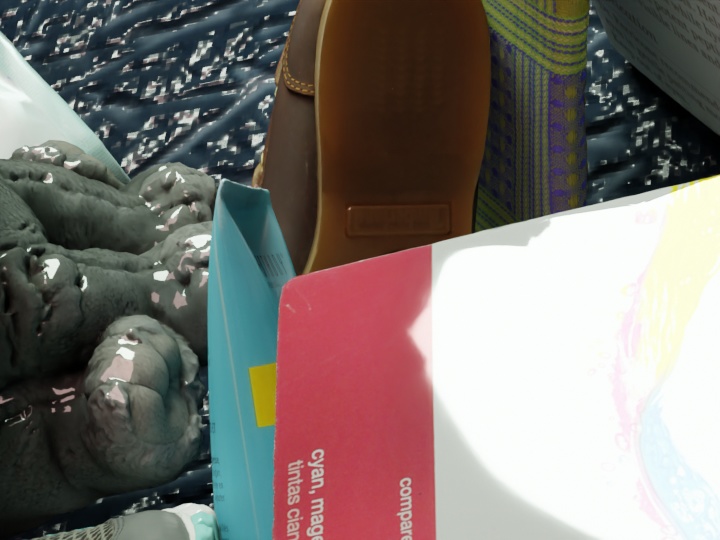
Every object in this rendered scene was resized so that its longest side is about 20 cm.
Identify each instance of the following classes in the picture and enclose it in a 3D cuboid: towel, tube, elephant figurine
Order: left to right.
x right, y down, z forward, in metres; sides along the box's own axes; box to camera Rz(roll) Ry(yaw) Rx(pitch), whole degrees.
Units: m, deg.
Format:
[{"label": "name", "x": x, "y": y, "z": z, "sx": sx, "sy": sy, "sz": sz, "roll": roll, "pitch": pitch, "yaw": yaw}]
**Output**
[{"label": "elephant figurine", "x": -0.139, "y": -0.013, "z": 0.800, "sx": 0.141, "sy": 0.200, "sz": 0.155, "roll": 2, "pitch": 68, "yaw": 48}, {"label": "tube", "x": -0.018, "y": 0.076, "z": 0.778, "sx": 0.050, "sy": 0.077, "sz": 0.200, "roll": -8, "pitch": 88, "yaw": 1}, {"label": "towel", "x": 0.030, "y": -0.085, "z": 0.875, "sx": 0.023, "sy": 0.200, "sz": 0.144, "roll": -21, "pitch": 39, "yaw": -24}]

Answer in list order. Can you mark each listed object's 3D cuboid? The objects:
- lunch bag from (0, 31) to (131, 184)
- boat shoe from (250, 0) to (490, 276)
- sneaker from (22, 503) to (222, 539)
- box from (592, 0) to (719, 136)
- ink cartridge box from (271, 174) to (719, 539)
[{"label": "lunch bag", "x": -0.176, "y": -0.015, "z": 0.969, "sx": 0.170, "sy": 0.122, "sz": 0.200, "roll": -40, "pitch": 40, "yaw": -9}, {"label": "boat shoe", "x": 0.000, "y": 0.000, "z": 0.857, "sx": 0.070, "sy": 0.070, "sz": 0.200, "roll": -148, "pitch": 68, "yaw": -73}, {"label": "sneaker", "x": -0.096, "y": 0.105, "z": 0.786, "sx": 0.200, "sy": 0.091, "sz": 0.078, "roll": 152, "pitch": 117, "yaw": -64}, {"label": "box", "x": 0.175, "y": -0.134, "z": 0.845, "sx": 0.200, "sy": 0.171, "sz": 0.199, "roll": -37, "pitch": 45, "yaw": -7}, {"label": "ink cartridge box", "x": 0.097, "y": 0.074, "z": 0.730, "sx": 0.200, "sy": 0.145, "sz": 0.145, "roll": -14, "pitch": 49, "yaw": 17}]
